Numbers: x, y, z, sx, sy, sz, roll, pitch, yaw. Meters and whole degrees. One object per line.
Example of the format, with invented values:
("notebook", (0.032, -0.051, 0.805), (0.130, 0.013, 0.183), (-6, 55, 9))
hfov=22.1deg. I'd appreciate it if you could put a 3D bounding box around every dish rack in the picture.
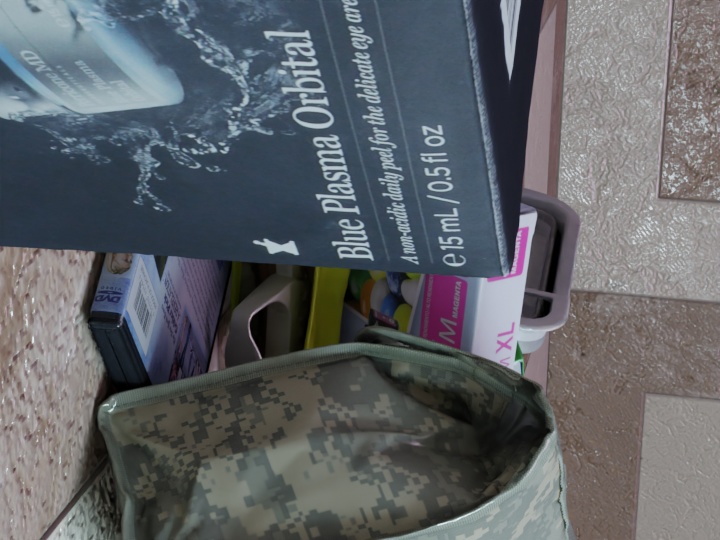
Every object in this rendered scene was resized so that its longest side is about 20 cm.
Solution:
("dish rack", (0.055, -0.009, 1.209), (0.200, 0.170, 0.044), (-68, 173, -61))

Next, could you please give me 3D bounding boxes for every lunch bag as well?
("lunch bag", (-0.001, 0.112, 0.827), (0.165, 0.198, 0.119), (77, 0, -57))

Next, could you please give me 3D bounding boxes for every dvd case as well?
("dvd case", (-0.082, -0.024, 0.864), (0.143, 0.017, 0.202), (79, 18, -57))

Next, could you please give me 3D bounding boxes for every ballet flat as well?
("ballet flat", (-0.039, 0.000, 0.906), (0.067, 0.066, 0.202), (-17, 115, -55))

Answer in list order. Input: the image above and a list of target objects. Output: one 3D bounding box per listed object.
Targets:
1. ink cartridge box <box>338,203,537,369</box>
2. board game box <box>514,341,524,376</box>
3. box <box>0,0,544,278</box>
("ink cartridge box", (0.000, 0.000, 0.943), (0.042, 0.199, 0.121), (-10, 114, -40))
("board game box", (0.029, 0.112, 1.153), (0.201, 0.151, 0.041), (81, -5, -54))
("box", (-0.056, -0.095, 0.485), (0.197, 0.197, 0.119), (73, 24, -62))
